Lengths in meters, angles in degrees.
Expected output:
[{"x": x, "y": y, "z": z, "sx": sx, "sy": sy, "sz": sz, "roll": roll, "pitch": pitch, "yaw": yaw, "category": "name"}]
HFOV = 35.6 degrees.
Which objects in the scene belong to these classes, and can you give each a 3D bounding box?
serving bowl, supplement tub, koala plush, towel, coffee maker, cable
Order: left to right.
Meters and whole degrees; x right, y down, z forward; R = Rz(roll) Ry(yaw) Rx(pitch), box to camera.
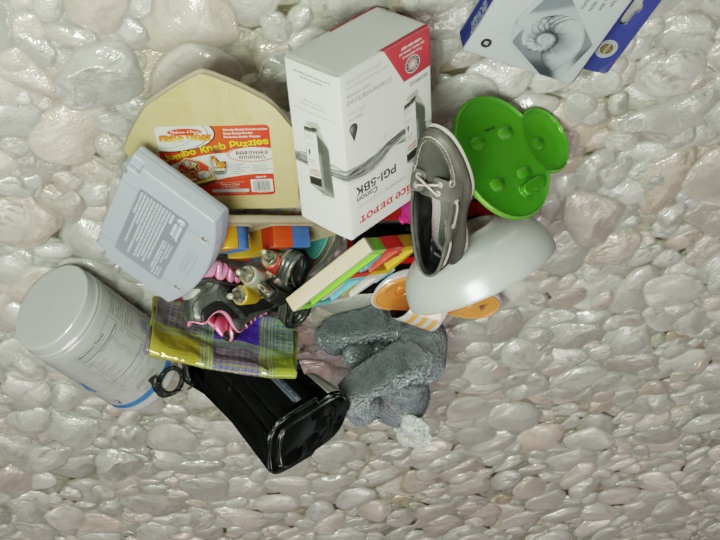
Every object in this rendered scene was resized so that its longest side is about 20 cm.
[{"x": -0.355, "y": 0.096, "z": 1.530, "sx": 0.131, "sy": 0.133, "sz": 0.200, "roll": -24, "pitch": 138, "yaw": 21, "category": "supplement tub"}, {"x": -0.176, "y": 0.085, "z": 1.431, "sx": 0.198, "sy": 0.144, "sz": 0.023, "roll": 12, "pitch": 114, "yaw": -8, "category": "towel"}, {"x": -0.145, "y": 0.175, "z": 1.525, "sx": 0.192, "sy": 0.200, "sz": 0.135, "roll": -40, "pitch": 145, "yaw": -10, "category": "coffee maker"}, {"x": -0.098, "y": 0.017, "z": 1.397, "sx": 0.097, "sy": 0.050, "sz": 0.200, "roll": -49, "pitch": 164, "yaw": 1, "category": "cable"}, {"x": 0.052, "y": 0.164, "z": 1.651, "sx": 0.182, "sy": 0.178, "sz": 0.201, "roll": -20, "pitch": 138, "yaw": -3, "category": "koala plush"}, {"x": 0.138, "y": -0.020, "z": 1.390, "sx": 0.199, "sy": 0.200, "sz": 0.066, "roll": -22, "pitch": 103, "yaw": 19, "category": "serving bowl"}]

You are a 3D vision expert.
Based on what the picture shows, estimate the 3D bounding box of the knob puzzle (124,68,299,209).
[{"x": -0.159, "y": -0.146, "z": 1.227, "sx": 0.217, "sy": 0.031, "sz": 0.221, "roll": -1, "pitch": 140, "yaw": -1, "category": "knob puzzle"}]

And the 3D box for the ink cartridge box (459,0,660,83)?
[{"x": 0.236, "y": -0.291, "z": 1.200, "sx": 0.198, "sy": 0.041, "sz": 0.200, "roll": 10, "pitch": 139, "yaw": -21, "category": "ink cartridge box"}]

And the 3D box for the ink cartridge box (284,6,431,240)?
[{"x": 0.004, "y": -0.157, "z": 1.208, "sx": 0.146, "sy": 0.083, "sz": 0.201, "roll": -36, "pitch": 137, "yaw": -33, "category": "ink cartridge box"}]

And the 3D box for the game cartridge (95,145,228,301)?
[{"x": -0.222, "y": -0.044, "z": 1.267, "sx": 0.133, "sy": 0.041, "sz": 0.200, "roll": 39, "pitch": 144, "yaw": -2, "category": "game cartridge"}]

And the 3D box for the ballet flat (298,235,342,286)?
[{"x": -0.058, "y": -0.030, "z": 1.483, "sx": 0.063, "sy": 0.068, "sz": 0.200, "roll": -16, "pitch": 152, "yaw": -36, "category": "ballet flat"}]

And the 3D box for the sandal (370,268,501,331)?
[{"x": 0.115, "y": 0.049, "z": 1.554, "sx": 0.205, "sy": 0.060, "sz": 0.079, "roll": 8, "pitch": 133, "yaw": -26, "category": "sandal"}]

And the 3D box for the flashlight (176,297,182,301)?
[{"x": -0.228, "y": 0.030, "z": 1.517, "sx": 0.067, "sy": 0.068, "sz": 0.201, "roll": -4, "pitch": 143, "yaw": -1, "category": "flashlight"}]

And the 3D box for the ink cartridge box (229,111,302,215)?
[{"x": -0.105, "y": -0.126, "z": 1.335, "sx": 0.198, "sy": 0.068, "sz": 0.118, "roll": -3, "pitch": 140, "yaw": -4, "category": "ink cartridge box"}]

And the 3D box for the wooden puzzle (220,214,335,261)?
[{"x": -0.154, "y": -0.037, "z": 1.367, "sx": 0.199, "sy": 0.047, "sz": 0.185, "roll": 4, "pitch": 171, "yaw": -37, "category": "wooden puzzle"}]

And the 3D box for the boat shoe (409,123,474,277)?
[{"x": 0.085, "y": -0.070, "z": 1.242, "sx": 0.067, "sy": 0.057, "sz": 0.201, "roll": 27, "pitch": 147, "yaw": 28, "category": "boat shoe"}]

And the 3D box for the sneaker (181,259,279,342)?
[{"x": -0.158, "y": 0.046, "z": 1.427, "sx": 0.078, "sy": 0.096, "sz": 0.199, "roll": -15, "pitch": 163, "yaw": 35, "category": "sneaker"}]

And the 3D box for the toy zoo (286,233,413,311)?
[{"x": 0.000, "y": 0.000, "z": 1.427, "sx": 0.131, "sy": 0.021, "sz": 0.200, "roll": -37, "pitch": 169, "yaw": 22, "category": "toy zoo"}]

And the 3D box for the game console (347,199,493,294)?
[{"x": 0.080, "y": -0.029, "z": 1.524, "sx": 0.198, "sy": 0.031, "sz": 0.177, "roll": -3, "pitch": 146, "yaw": -4, "category": "game console"}]

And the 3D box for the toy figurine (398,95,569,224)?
[{"x": 0.128, "y": -0.111, "z": 1.363, "sx": 0.199, "sy": 0.151, "sz": 0.184, "roll": -26, "pitch": 179, "yaw": -41, "category": "toy figurine"}]
